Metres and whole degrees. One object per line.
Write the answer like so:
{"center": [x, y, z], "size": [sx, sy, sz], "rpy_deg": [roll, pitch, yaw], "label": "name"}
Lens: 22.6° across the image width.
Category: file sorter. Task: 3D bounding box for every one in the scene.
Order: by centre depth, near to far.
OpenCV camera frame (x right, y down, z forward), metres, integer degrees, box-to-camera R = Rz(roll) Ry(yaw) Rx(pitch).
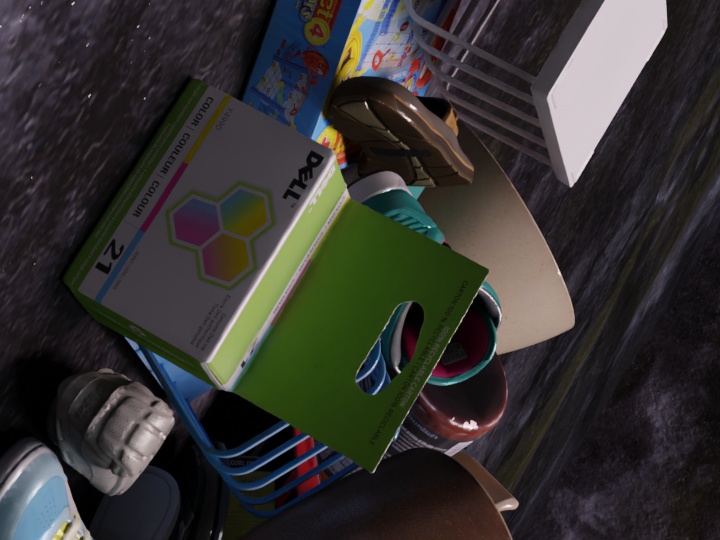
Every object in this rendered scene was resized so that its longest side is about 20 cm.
{"center": [-0.057, 0.068, 1.180], "size": [0.138, 0.123, 0.200], "rpy_deg": [-31, 162, -5], "label": "file sorter"}
{"center": [0.119, -0.169, 1.219], "size": [0.139, 0.124, 0.200], "rpy_deg": [-59, 164, -6], "label": "file sorter"}

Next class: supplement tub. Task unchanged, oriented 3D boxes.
{"center": [0.017, 0.118, 1.408], "size": [0.200, 0.107, 0.107], "rpy_deg": [-39, -176, 42], "label": "supplement tub"}

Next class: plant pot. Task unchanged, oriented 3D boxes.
{"center": [-0.023, 0.230, 1.194], "size": [0.199, 0.187, 0.188], "rpy_deg": [-11, 134, -33], "label": "plant pot"}

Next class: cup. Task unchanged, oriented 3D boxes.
{"center": [0.060, -0.004, 1.464], "size": [0.143, 0.201, 0.200], "rpy_deg": [-30, 159, -6], "label": "cup"}

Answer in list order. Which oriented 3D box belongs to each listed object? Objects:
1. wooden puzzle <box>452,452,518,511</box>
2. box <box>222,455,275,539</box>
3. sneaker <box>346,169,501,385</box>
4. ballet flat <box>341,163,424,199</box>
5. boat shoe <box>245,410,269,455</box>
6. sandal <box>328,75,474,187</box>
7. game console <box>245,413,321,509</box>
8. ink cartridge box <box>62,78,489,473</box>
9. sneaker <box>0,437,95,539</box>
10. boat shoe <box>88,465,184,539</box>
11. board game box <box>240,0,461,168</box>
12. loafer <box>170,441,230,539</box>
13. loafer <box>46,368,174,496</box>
{"center": [0.021, 0.219, 1.419], "size": [0.200, 0.046, 0.185], "rpy_deg": [-42, -171, -2], "label": "wooden puzzle"}
{"center": [-0.096, 0.246, 1.369], "size": [0.075, 0.050, 0.201], "rpy_deg": [141, -49, -63], "label": "box"}
{"center": [0.045, 0.030, 1.197], "size": [0.083, 0.121, 0.200], "rpy_deg": [-29, 149, -3], "label": "sneaker"}
{"center": [-0.006, -0.035, 1.366], "size": [0.201, 0.069, 0.069], "rpy_deg": [-64, 165, 19], "label": "ballet flat"}
{"center": [-0.052, 0.142, 1.529], "size": [0.073, 0.062, 0.201], "rpy_deg": [-43, 157, -51], "label": "boat shoe"}
{"center": [0.028, -0.096, 1.184], "size": [0.200, 0.081, 0.055], "rpy_deg": [43, 54, -67], "label": "sandal"}
{"center": [-0.064, 0.208, 1.412], "size": [0.200, 0.031, 0.178], "rpy_deg": [121, -31, -54], "label": "game console"}
{"center": [-0.046, 0.002, 1.051], "size": [0.148, 0.199, 0.076], "rpy_deg": [-59, 164, -12], "label": "ink cartridge box"}
{"center": [-0.167, 0.188, 1.110], "size": [0.080, 0.130, 0.200], "rpy_deg": [-52, 161, -30], "label": "sneaker"}
{"center": [-0.184, 0.231, 1.252], "size": [0.060, 0.074, 0.201], "rpy_deg": [80, 32, -59], "label": "boat shoe"}
{"center": [0.005, -0.169, 1.196], "size": [0.200, 0.056, 0.197], "rpy_deg": [-31, 145, -62], "label": "board game box"}
{"center": [-0.147, 0.215, 1.351], "size": [0.072, 0.063, 0.201], "rpy_deg": [-116, -143, -54], "label": "loafer"}
{"center": [-0.156, 0.094, 1.110], "size": [0.070, 0.070, 0.200], "rpy_deg": [-55, -179, -16], "label": "loafer"}
